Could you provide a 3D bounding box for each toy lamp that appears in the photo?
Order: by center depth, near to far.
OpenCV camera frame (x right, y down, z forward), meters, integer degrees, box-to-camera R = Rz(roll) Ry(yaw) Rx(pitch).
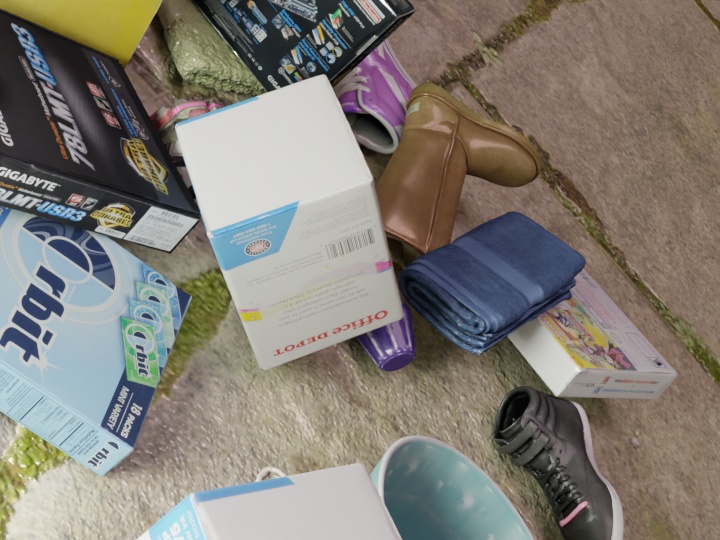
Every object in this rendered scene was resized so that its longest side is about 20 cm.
[{"bbox_3d":[0.000,0.000,1.248,0.058,0.058,0.200,10,48,-44],"label":"toy lamp"}]

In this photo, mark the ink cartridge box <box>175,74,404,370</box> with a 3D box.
[{"bbox_3d":[-0.052,-0.028,1.080,0.200,0.128,0.125,77,-8,-51],"label":"ink cartridge box"}]

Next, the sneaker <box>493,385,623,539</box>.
[{"bbox_3d":[0.176,0.190,1.256,0.099,0.071,0.200,25,35,-30],"label":"sneaker"}]

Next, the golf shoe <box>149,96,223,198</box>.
[{"bbox_3d":[-0.100,-0.106,1.227,0.200,0.073,0.092,-11,72,-42],"label":"golf shoe"}]

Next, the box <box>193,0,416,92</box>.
[{"bbox_3d":[-0.070,-0.268,1.270,0.200,0.159,0.046,50,32,-1],"label":"box"}]

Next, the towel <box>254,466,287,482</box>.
[{"bbox_3d":[-0.028,0.242,0.926,0.034,0.133,0.200,-22,69,-16],"label":"towel"}]

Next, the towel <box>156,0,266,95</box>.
[{"bbox_3d":[-0.125,-0.234,1.349,0.200,0.036,0.149,2,57,-50],"label":"towel"}]

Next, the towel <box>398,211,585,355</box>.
[{"bbox_3d":[0.126,0.009,1.298,0.112,0.049,0.200,39,38,20],"label":"towel"}]

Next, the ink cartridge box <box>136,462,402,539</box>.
[{"bbox_3d":[-0.075,0.232,0.801,0.146,0.200,0.146,0,56,-49],"label":"ink cartridge box"}]

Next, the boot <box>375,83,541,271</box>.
[{"bbox_3d":[0.093,-0.073,1.381,0.175,0.066,0.200,28,53,-15],"label":"boot"}]

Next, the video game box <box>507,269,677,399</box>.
[{"bbox_3d":[0.211,0.051,1.406,0.182,0.047,0.200,10,34,-47],"label":"video game box"}]

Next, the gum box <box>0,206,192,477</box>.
[{"bbox_3d":[-0.230,0.025,0.965,0.200,0.045,0.170,38,34,-18],"label":"gum box"}]

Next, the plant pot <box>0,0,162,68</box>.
[{"bbox_3d":[-0.267,-0.311,1.133,0.176,0.200,0.201,2,55,-35],"label":"plant pot"}]

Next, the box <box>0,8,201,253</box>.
[{"bbox_3d":[-0.238,-0.116,1.041,0.198,0.050,0.200,20,32,-49],"label":"box"}]

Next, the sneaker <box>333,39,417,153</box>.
[{"bbox_3d":[-0.012,-0.210,1.424,0.201,0.073,0.114,48,35,-3],"label":"sneaker"}]

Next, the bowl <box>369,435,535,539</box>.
[{"bbox_3d":[0.047,0.236,1.012,0.201,0.105,0.201,39,28,-26],"label":"bowl"}]
